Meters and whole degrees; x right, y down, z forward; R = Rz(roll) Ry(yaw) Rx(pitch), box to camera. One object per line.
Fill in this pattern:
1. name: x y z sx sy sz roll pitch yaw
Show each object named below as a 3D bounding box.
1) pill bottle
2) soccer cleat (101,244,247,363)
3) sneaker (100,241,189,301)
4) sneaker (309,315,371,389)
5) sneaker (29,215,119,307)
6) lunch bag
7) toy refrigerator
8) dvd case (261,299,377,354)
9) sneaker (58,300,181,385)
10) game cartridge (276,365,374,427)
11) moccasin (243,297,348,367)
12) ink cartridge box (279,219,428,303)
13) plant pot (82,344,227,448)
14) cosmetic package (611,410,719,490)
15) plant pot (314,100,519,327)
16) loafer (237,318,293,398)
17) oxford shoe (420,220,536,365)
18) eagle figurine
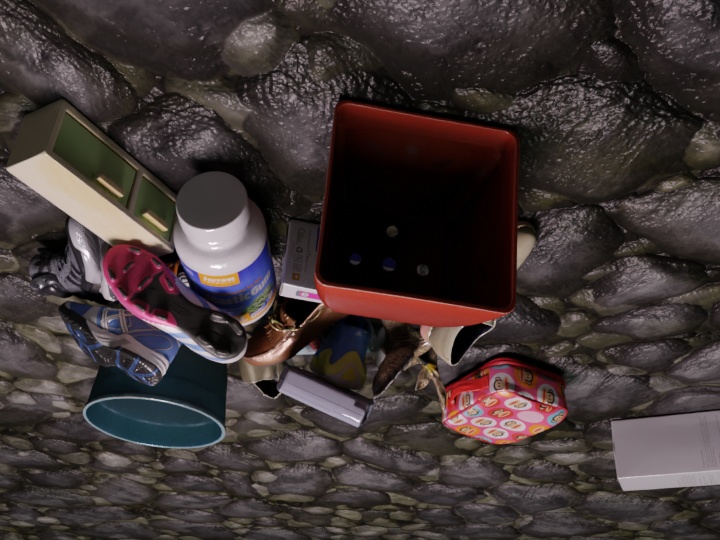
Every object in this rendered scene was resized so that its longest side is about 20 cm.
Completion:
1. pill bottle: -0.165 -0.025 0.979 0.110 0.114 0.201 3 149 3
2. soccer cleat: -0.224 0.048 0.964 0.199 0.070 0.086 37 159 -4
3. sneaker: -0.270 0.003 1.056 0.110 0.079 0.200 -2 175 -3
4. sneaker: -0.021 0.113 1.186 0.075 0.107 0.200 18 176 -15
5. sneaker: -0.383 -0.013 1.057 0.112 0.077 0.201 3 151 -2
6. lunch bag: 0.226 0.219 1.346 0.174 0.083 0.200 20 145 -22
7. toy refrigerator: -0.291 -0.096 0.916 0.069 0.077 0.200 -14 143 26
8. dvd case: -0.080 0.087 1.232 0.197 0.022 0.147 -3 147 11
9. sneaker: -0.318 0.083 1.069 0.198 0.077 0.076 22 144 25
10. game cartridge: -0.049 0.173 1.126 0.132 0.041 0.200 27 175 8
11. moccasin: -0.089 0.066 1.118 0.200 0.074 0.078 -31 130 22
12. ink cartridge box: 0.000 0.000 1.013 0.197 0.096 0.037 9 149 -8
13. plant pot: -0.280 0.135 1.174 0.197 0.190 0.201 4 149 2
14. cosmetic package: 0.558 0.324 1.445 0.197 0.114 0.081 -10 146 25
15. plant pot: 0.049 -0.037 0.875 0.197 0.203 0.177 8 159 -6
16. loafer: -0.152 0.135 1.232 0.074 0.071 0.201 -6 146 17
17. oxford shoe: 0.159 0.031 0.999 0.070 0.074 0.201 19 113 -39
18. eagle figurine: 0.061 0.098 1.124 0.152 0.152 0.199 -52 147 9
